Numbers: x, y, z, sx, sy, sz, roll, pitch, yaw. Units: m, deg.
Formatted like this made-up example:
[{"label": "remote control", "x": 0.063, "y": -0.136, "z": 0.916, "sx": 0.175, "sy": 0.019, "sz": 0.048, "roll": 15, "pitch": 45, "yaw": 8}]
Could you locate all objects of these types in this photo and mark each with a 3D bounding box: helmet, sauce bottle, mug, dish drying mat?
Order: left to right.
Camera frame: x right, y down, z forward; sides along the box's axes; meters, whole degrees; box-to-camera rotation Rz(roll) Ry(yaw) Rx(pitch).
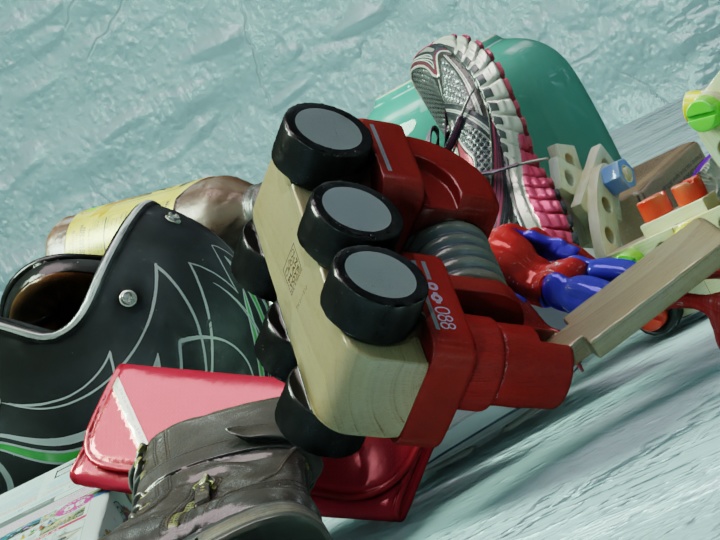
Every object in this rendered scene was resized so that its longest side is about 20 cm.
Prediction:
[{"label": "helmet", "x": -0.140, "y": 0.064, "z": 1.600, "sx": 0.190, "sy": 0.200, "sz": 0.200, "roll": -12, "pitch": 8, "yaw": 17}, {"label": "sauce bottle", "x": -0.103, "y": -0.023, "z": 1.681, "sx": 0.200, "sy": 0.065, "sz": 0.065, "roll": -12, "pitch": 11, "yaw": 31}, {"label": "dish drying mat", "x": -0.054, "y": 0.086, "z": 1.377, "sx": 0.200, "sy": 0.018, "sz": 0.077, "roll": 3, "pitch": 53, "yaw": 31}, {"label": "mug", "x": 0.063, "y": -0.071, "z": 1.673, "sx": 0.185, "sy": 0.115, "sz": 0.152, "roll": -31, "pitch": 5, "yaw": -43}]

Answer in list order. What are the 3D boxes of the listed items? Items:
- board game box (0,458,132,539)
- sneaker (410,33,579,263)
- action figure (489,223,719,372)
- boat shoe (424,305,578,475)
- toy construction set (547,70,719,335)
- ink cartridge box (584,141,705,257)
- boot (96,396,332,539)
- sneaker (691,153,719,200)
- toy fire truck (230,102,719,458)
[{"label": "board game box", "x": -0.180, "y": 0.169, "z": 1.427, "sx": 0.147, "sy": 0.064, "sz": 0.200, "roll": -27, "pitch": 11, "yaw": 5}, {"label": "sneaker", "x": 0.064, "y": -0.055, "z": 1.532, "sx": 0.075, "sy": 0.200, "sz": 0.081, "roll": -18, "pitch": -39, "yaw": -4}, {"label": "action figure", "x": 0.112, "y": 0.010, "z": 1.367, "sx": 0.200, "sy": 0.052, "sz": 0.065, "roll": 11, "pitch": 39, "yaw": 39}, {"label": "boat shoe", "x": 0.028, "y": 0.081, "z": 1.420, "sx": 0.200, "sy": 0.074, "sz": 0.065, "roll": -21, "pitch": -28, "yaw": -6}, {"label": "toy construction set", "x": 0.178, "y": -0.044, "z": 1.481, "sx": 0.092, "sy": 0.131, "sz": 0.200, "roll": -29, "pitch": 3, "yaw": -43}, {"label": "ink cartridge box", "x": 0.122, "y": 0.005, "z": 1.680, "sx": 0.200, "sy": 0.075, "sz": 0.165, "roll": -25, "pitch": 5, "yaw": 24}, {"label": "boot", "x": -0.096, "y": 0.126, "z": 1.276, "sx": 0.200, "sy": 0.069, "sz": 0.174, "roll": -17, "pitch": 20, "yaw": 0}, {"label": "sneaker", "x": 0.273, "y": -0.061, "z": 1.594, "sx": 0.200, "sy": 0.070, "sz": 0.100, "roll": -20, "pitch": -1, "yaw": -20}, {"label": "toy fire truck", "x": 0.059, "y": -0.001, "z": 1.308, "sx": 0.200, "sy": 0.176, "sz": 0.129, "roll": 7, "pitch": -55, "yaw": -21}]
